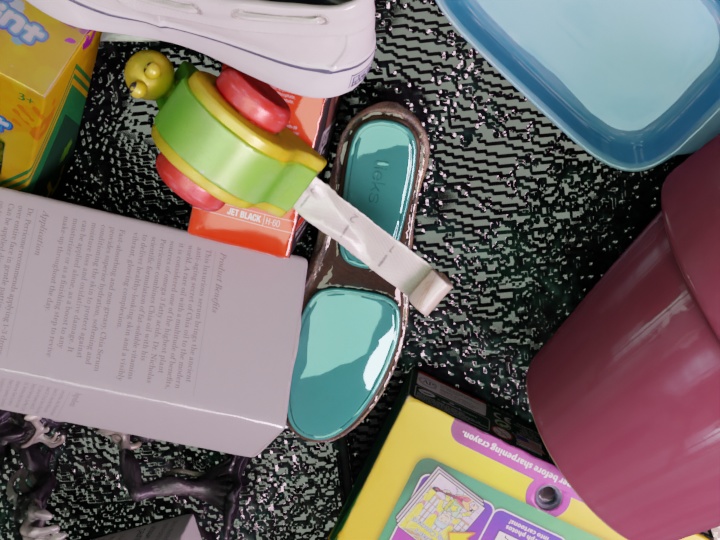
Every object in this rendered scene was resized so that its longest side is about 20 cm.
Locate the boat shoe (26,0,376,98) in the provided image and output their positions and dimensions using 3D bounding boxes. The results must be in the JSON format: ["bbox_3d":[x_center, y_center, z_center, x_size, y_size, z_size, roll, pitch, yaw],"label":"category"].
[{"bbox_3d":[-0.084,-0.149,0.723,0.199,0.074,0.066,17,144,5],"label":"boat shoe"}]

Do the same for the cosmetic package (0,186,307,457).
[{"bbox_3d":[-0.136,0.028,0.810,0.199,0.071,0.102,14,65,-14],"label":"cosmetic package"}]

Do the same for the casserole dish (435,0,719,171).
[{"bbox_3d":[0.128,-0.147,0.831,0.200,0.039,0.121,42,103,-7],"label":"casserole dish"}]

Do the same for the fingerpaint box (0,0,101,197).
[{"bbox_3d":[-0.249,-0.117,0.801,0.199,0.074,0.167,28,148,-4],"label":"fingerpaint box"}]

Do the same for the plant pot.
[{"bbox_3d":[0.195,0.049,0.807,0.179,0.200,0.200,-39,99,28],"label":"plant pot"}]

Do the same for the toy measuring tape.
[{"bbox_3d":[-0.039,-0.041,0.748,0.200,0.074,0.074,39,103,-3],"label":"toy measuring tape"}]

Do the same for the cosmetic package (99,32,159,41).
[{"bbox_3d":[-0.125,-0.227,0.807,0.050,0.083,0.201,1,104,5],"label":"cosmetic package"}]

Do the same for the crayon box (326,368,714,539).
[{"bbox_3d":[0.082,0.182,0.905,0.199,0.058,0.173,25,105,-2],"label":"crayon box"}]

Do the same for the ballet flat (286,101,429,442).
[{"bbox_3d":[0.000,0.000,0.861,0.068,0.067,0.201,16,105,-5],"label":"ballet flat"}]

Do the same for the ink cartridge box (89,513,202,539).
[{"bbox_3d":[-0.192,0.230,0.892,0.199,0.144,0.084,-17,101,8],"label":"ink cartridge box"}]

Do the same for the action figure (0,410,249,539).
[{"bbox_3d":[-0.165,0.096,0.881,0.199,0.102,0.120,11,116,0],"label":"action figure"}]

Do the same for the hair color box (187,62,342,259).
[{"bbox_3d":[-0.038,-0.118,0.818,0.061,0.102,0.201,14,105,2],"label":"hair color box"}]
